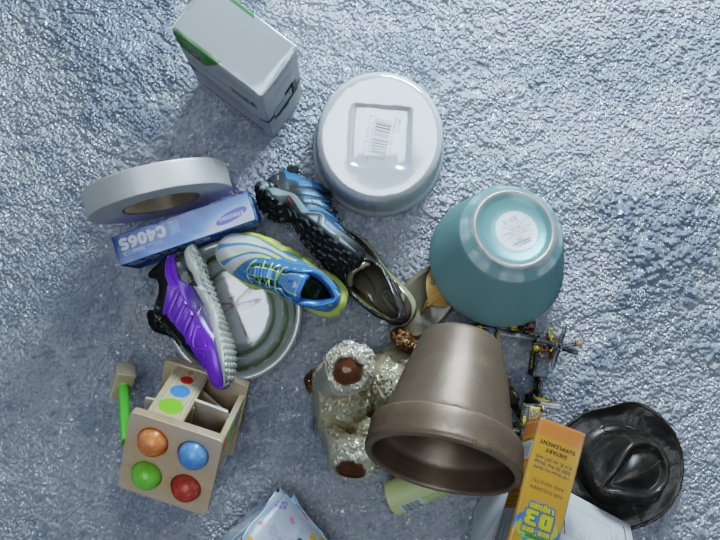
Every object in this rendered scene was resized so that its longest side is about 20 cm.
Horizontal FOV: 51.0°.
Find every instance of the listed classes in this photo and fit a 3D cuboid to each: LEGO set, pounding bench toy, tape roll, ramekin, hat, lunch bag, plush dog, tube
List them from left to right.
[{"bbox_3d":[-0.275,-0.106,1.025,0.199,0.203,0.038,-15,89,-1],"label":"tape roll"},{"bbox_3d":[-0.272,0.213,1.016,0.197,0.156,0.126,17,115,1],"label":"pounding bench toy"},{"bbox_3d":[-0.130,0.428,1.046,0.199,0.127,0.170,-39,91,-8],"label":"lunch bag"},{"bbox_3d":[0.019,0.170,1.064,0.169,0.160,0.204,-8,106,-18],"label":"plush dog"},{"bbox_3d":[0.027,-0.183,1.079,0.196,0.098,0.205,0,88,0],"label":"ramekin"},{"bbox_3d":[0.129,0.286,1.060,0.198,0.058,0.052,-26,111,17],"label":"tube"},{"bbox_3d":[0.216,0.161,1.057,0.151,0.116,0.204,15,88,0],"label":"LEGO set"},{"bbox_3d":[0.376,0.287,1.071,0.197,0.081,0.205,0,89,0],"label":"hat"}]

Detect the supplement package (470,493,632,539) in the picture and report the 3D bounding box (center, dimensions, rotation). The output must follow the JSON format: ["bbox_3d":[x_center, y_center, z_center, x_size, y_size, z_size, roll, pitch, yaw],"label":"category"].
[{"bbox_3d":[0.262,0.375,1.038,0.198,0.114,0.111,28,114,2],"label":"supplement package"}]

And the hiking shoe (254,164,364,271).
[{"bbox_3d":[-0.059,-0.082,1.058,0.199,0.075,0.086,40,62,20],"label":"hiking shoe"}]

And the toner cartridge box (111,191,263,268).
[{"bbox_3d":[-0.242,-0.056,1.076,0.197,0.095,0.044,-19,89,0],"label":"toner cartridge box"}]

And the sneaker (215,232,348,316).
[{"bbox_3d":[-0.106,-0.001,1.018,0.197,0.105,0.077,22,85,-2],"label":"sneaker"}]

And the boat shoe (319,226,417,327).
[{"bbox_3d":[0.000,0.000,1.075,0.199,0.065,0.074,41,95,14],"label":"boat shoe"}]

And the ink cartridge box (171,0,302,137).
[{"bbox_3d":[-0.160,-0.279,1.032,0.145,0.200,0.085,37,85,0],"label":"ink cartridge box"}]

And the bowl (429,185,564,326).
[{"bbox_3d":[0.198,-0.036,1.039,0.197,0.105,0.204,1,67,-3],"label":"bowl"}]

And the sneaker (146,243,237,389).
[{"bbox_3d":[-0.237,0.075,1.037,0.098,0.070,0.203,-20,81,2],"label":"sneaker"}]

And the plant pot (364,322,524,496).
[{"bbox_3d":[0.120,0.170,0.967,0.197,0.201,0.177,16,59,0],"label":"plant pot"}]

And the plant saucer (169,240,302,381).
[{"bbox_3d":[-0.180,0.058,1.094,0.196,0.050,0.204,0,88,1],"label":"plant saucer"}]

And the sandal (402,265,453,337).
[{"bbox_3d":[0.131,0.018,1.093,0.199,0.054,0.081,-36,88,-1],"label":"sandal"}]

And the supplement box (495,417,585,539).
[{"bbox_3d":[0.219,0.292,0.942,0.065,0.069,0.203,19,75,1],"label":"supplement box"}]
